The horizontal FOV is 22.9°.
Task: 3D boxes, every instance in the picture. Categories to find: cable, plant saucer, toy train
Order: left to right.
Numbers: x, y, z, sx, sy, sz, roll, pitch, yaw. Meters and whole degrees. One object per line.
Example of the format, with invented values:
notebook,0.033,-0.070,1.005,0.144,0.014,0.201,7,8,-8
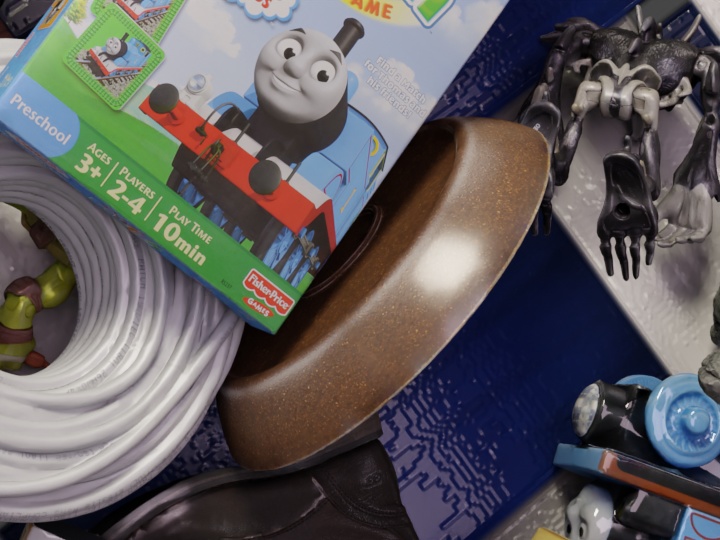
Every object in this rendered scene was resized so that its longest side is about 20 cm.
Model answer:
cable,-0.143,0.003,0.742,0.199,0.069,0.201,34,67,-24
plant saucer,0.000,0.000,0.793,0.034,0.200,0.201,44,71,-17
toy train,0.190,0.125,0.893,0.199,0.087,0.115,20,81,-13

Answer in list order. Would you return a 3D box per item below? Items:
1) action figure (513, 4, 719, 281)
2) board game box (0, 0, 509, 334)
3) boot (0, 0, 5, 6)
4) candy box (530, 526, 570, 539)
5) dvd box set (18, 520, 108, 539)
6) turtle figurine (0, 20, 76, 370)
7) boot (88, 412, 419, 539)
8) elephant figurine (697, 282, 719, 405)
action figure,0.128,-0.068,0.899,0.118,0.103,0.200,19,31,14
board game box,-0.038,-0.099,0.730,0.151,0.037,0.201,38,81,-22
boot,-0.230,-0.200,0.787,0.200,0.182,0.073,42,37,-6
candy box,0.069,0.235,0.818,0.200,0.056,0.117,-54,136,-15
dvd box set,-0.118,0.223,0.774,0.146,0.029,0.201,26,94,-11
turtle figurine,-0.146,-0.027,0.826,0.161,0.064,0.200,44,71,-5
boot,-0.031,0.168,0.825,0.199,0.069,0.175,-24,89,-19
elephant figurine,0.233,0.009,0.890,0.198,0.155,0.143,5,79,-15
